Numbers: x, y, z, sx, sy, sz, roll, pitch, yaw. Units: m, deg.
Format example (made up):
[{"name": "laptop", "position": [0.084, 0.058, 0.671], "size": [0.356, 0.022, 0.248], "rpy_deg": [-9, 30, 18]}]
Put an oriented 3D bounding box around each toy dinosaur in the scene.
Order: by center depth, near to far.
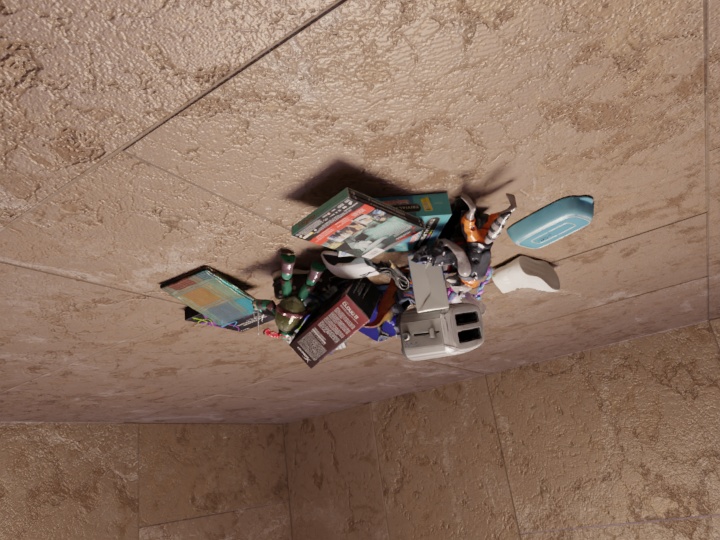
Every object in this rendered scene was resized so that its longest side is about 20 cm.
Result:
[{"name": "toy dinosaur", "position": [0.083, 0.066, 1.255], "size": [0.103, 0.185, 0.200], "rpy_deg": [-12, 153, 25]}]

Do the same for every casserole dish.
[{"name": "casserole dish", "position": [0.408, -0.095, 1.167], "size": [0.119, 0.040, 0.199], "rpy_deg": [8, 154, -37]}]

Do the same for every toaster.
[{"name": "toaster", "position": [0.182, 0.130, 1.185], "size": [0.128, 0.116, 0.198], "rpy_deg": [-12, 172, 40]}]

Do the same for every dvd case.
[{"name": "dvd case", "position": [-0.001, -0.074, 0.945], "size": [0.198, 0.022, 0.145], "rpy_deg": [16, 146, -43]}]

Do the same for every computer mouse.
[{"name": "computer mouse", "position": [0.000, 0.000, 1.123], "size": [0.197, 0.045, 0.109], "rpy_deg": [10, 168, 32]}]

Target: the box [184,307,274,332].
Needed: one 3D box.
[{"name": "box", "position": [-0.326, 0.110, 1.393], "size": [0.141, 0.037, 0.199], "rpy_deg": [-22, 156, 29]}]

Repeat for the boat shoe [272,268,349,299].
[{"name": "boat shoe", "position": [-0.101, 0.028, 1.237], "size": [0.195, 0.062, 0.074], "rpy_deg": [-5, 159, -11]}]

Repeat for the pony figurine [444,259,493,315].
[{"name": "pony figurine", "position": [0.231, 0.056, 1.334], "size": [0.200, 0.167, 0.192], "rpy_deg": [-48, 167, 31]}]

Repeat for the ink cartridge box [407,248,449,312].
[{"name": "ink cartridge box", "position": [0.144, 0.016, 1.148], "size": [0.066, 0.119, 0.200], "rpy_deg": [-11, -178, 9]}]

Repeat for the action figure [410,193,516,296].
[{"name": "action figure", "position": [0.194, -0.039, 0.992], "size": [0.197, 0.104, 0.197], "rpy_deg": [-15, 129, -37]}]

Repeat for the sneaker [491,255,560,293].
[{"name": "sneaker", "position": [0.432, 0.021, 1.440], "size": [0.197, 0.075, 0.115], "rpy_deg": [20, 148, -35]}]

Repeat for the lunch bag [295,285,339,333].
[{"name": "lunch bag", "position": [-0.094, 0.116, 1.356], "size": [0.160, 0.083, 0.200], "rpy_deg": [39, 144, -6]}]

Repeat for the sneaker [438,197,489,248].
[{"name": "sneaker", "position": [0.190, -0.073, 1.107], "size": [0.102, 0.061, 0.200], "rpy_deg": [-1, 152, -27]}]

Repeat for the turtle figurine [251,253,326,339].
[{"name": "turtle figurine", "position": [-0.147, 0.072, 1.164], "size": [0.147, 0.101, 0.203], "rpy_deg": [8, 115, -27]}]

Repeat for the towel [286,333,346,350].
[{"name": "towel", "position": [-0.130, 0.184, 1.602], "size": [0.162, 0.087, 0.200], "rpy_deg": [-8, 161, 3]}]

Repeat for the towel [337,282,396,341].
[{"name": "towel", "position": [0.009, 0.106, 1.399], "size": [0.198, 0.050, 0.147], "rpy_deg": [34, 147, -18]}]

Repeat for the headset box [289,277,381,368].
[{"name": "headset box", "position": [-0.045, 0.097, 1.175], "size": [0.200, 0.077, 0.149], "rpy_deg": [-42, -173, 22]}]

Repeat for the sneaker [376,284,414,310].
[{"name": "sneaker", "position": [0.081, 0.078, 1.418], "size": [0.196, 0.080, 0.075], "rpy_deg": [-17, 157, 20]}]

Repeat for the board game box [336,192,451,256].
[{"name": "board game box", "position": [0.057, -0.084, 1.036], "size": [0.195, 0.048, 0.151], "rpy_deg": [-5, 159, -10]}]

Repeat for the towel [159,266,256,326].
[{"name": "towel", "position": [-0.330, 0.063, 1.230], "size": [0.144, 0.022, 0.200], "rpy_deg": [-19, 143, 23]}]
